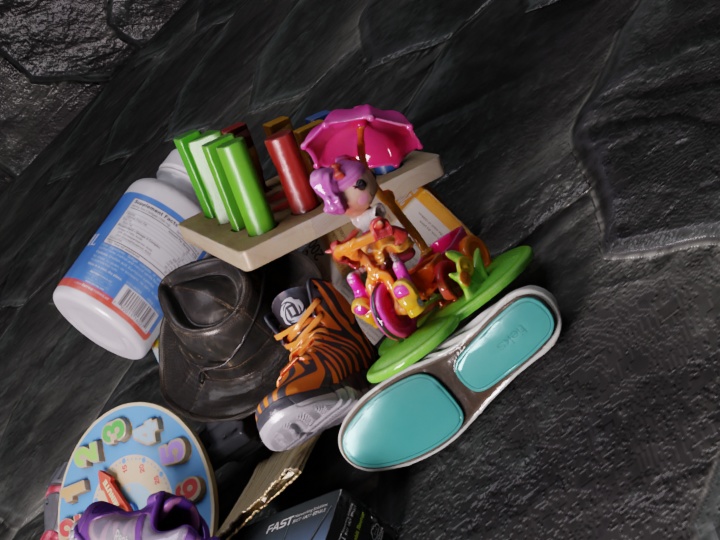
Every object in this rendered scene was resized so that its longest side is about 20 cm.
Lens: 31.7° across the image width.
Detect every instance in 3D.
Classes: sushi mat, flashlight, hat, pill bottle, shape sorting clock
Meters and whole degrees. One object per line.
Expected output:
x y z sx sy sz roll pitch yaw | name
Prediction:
-0.069 0.164 1.043 0.096 0.012 0.200 -44 2 10 | sushi mat
-0.333 0.301 1.337 0.068 0.068 0.201 -32 27 46 | flashlight
-0.132 0.038 1.133 0.199 0.081 0.203 -22 49 28 | hat
-0.212 -0.021 1.287 0.112 0.112 0.201 -10 43 57 | pill bottle
-0.162 0.178 1.197 0.199 0.068 0.068 -36 61 28 | flashlight
-0.206 0.221 1.148 0.198 0.039 0.203 -7 79 39 | shape sorting clock

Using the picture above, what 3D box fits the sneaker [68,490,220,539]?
-0.158 0.207 0.967 0.200 0.080 0.089 18 84 61 | sneaker

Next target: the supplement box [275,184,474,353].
0.000 0.000 1.183 0.200 0.073 0.126 -47 23 6 | supplement box

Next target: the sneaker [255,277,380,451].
-0.047 0.070 1.000 0.077 0.113 0.200 -36 -10 18 | sneaker

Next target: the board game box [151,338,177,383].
-0.145 0.071 1.299 0.103 0.105 0.200 -49 23 0 | board game box

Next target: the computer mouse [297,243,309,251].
-0.090 -0.010 1.369 0.199 0.108 0.045 14 109 59 | computer mouse

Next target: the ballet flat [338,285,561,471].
0.070 0.081 0.960 0.199 0.069 0.070 -39 24 13 | ballet flat

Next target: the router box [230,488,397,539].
-0.075 0.261 0.933 0.199 0.062 0.151 -29 29 40 | router box

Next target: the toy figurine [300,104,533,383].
0.016 -0.037 0.990 0.149 0.185 0.200 -31 6 37 | toy figurine

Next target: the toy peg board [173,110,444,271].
-0.062 -0.099 1.134 0.198 0.099 0.200 -27 19 -17 | toy peg board
